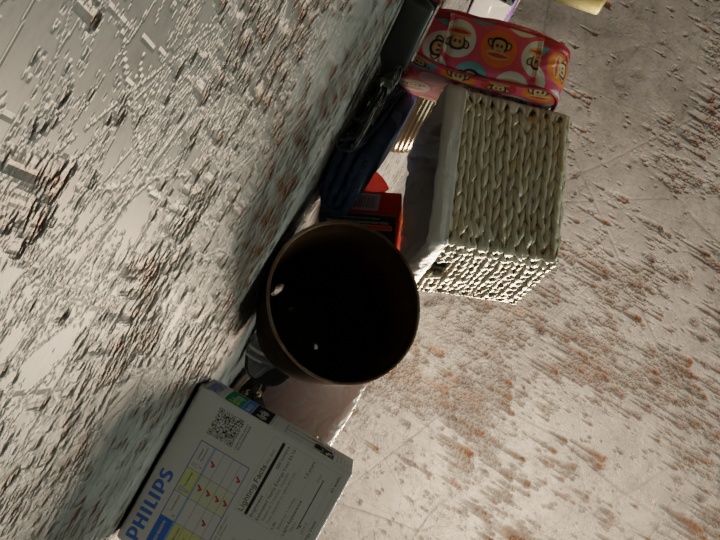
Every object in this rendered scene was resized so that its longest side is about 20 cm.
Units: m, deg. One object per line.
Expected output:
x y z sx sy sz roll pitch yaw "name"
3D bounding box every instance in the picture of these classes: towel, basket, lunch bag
-0.113 0.220 1.994 0.201 0.189 0.032 -58 143 -27 "towel"
0.008 -0.150 1.663 0.112 0.048 0.200 -62 178 34 "towel"
0.141 -0.084 1.629 0.198 0.158 0.203 122 -25 -70 "basket"
0.140 -0.233 1.631 0.176 0.197 0.083 110 -4 -78 "lunch bag"

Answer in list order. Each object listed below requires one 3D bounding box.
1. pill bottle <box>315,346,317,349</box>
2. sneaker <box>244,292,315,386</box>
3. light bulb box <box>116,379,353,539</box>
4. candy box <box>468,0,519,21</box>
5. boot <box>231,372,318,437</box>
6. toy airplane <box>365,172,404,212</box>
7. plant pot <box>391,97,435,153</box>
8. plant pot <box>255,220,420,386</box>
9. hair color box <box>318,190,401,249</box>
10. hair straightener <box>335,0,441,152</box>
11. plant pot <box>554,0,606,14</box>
-0.064 0.074 2.017 0.112 0.110 0.200 -61 178 28 "pill bottle"
-0.086 0.056 1.827 0.201 0.074 0.116 -63 179 35 "sneaker"
-0.138 0.259 1.572 0.200 0.198 0.125 -60 179 -1 "light bulb box"
0.269 -0.527 2.465 0.201 0.071 0.168 -59 177 -18 "candy box"
-0.127 0.220 1.910 0.074 0.149 0.200 -63 176 16 "boot"
0.036 -0.031 1.844 0.141 0.199 0.200 -41 167 -41 "toy airplane"
0.097 -0.242 1.958 0.203 0.092 0.201 -62 178 -4 "plant pot"
-0.050 0.057 1.634 0.188 0.186 0.200 -59 -170 -22 "plant pot"
0.000 0.000 1.747 0.062 0.100 0.202 -75 167 -56 "hair color box"
0.021 -0.209 1.483 0.201 0.041 0.077 -57 179 25 "hair straightener"
0.198 -0.370 1.429 0.202 0.187 0.201 -60 177 -5 "plant pot"
